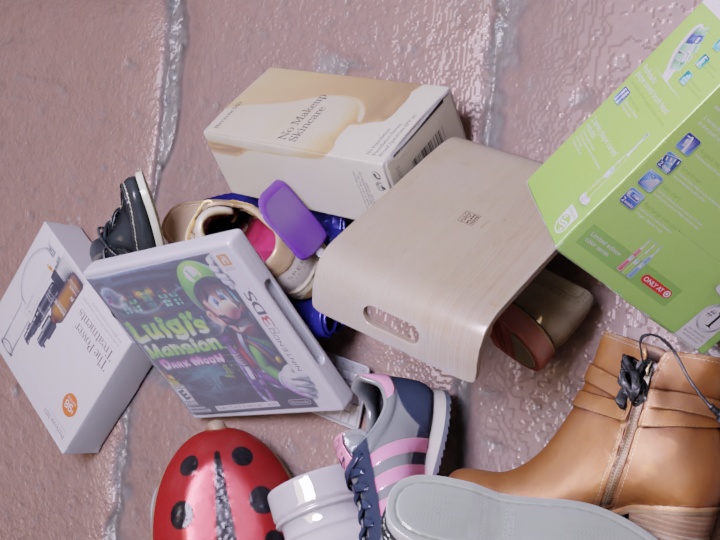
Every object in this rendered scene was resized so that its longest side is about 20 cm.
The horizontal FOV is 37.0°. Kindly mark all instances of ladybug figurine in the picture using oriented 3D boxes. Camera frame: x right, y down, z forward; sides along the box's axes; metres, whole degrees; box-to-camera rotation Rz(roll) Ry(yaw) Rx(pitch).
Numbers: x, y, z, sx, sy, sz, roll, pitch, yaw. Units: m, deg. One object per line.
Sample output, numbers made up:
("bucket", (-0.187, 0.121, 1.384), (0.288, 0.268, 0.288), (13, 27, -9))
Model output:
("ladybug figurine", (-0.113, 0.224, 0.914), (0.135, 0.072, 0.201), (-12, 71, -6))

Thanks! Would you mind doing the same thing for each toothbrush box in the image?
("toothbrush box", (0.228, -0.067, 0.672), (0.200, 0.145, 0.086), (-47, 27, 24))

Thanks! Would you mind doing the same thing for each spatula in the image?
("spatula", (0.000, 0.000, 0.864), (0.200, 0.057, 0.021), (36, 125, 2))

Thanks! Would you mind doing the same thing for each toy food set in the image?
("toy food set", (0.080, -0.015, 0.778), (0.143, 0.200, 0.061), (23, 141, 34))

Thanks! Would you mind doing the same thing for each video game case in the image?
("video game case", (-0.126, 0.054, 0.926), (0.200, 0.182, 0.023), (-9, 33, 42))

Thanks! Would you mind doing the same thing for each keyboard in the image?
("keyboard", (-0.072, 0.087, 0.974), (0.200, 0.011, 0.057), (16, 93, 38))

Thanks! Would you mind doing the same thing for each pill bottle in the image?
("pill bottle", (-0.007, 0.258, 0.836), (0.111, 0.111, 0.201), (-32, 66, 29))

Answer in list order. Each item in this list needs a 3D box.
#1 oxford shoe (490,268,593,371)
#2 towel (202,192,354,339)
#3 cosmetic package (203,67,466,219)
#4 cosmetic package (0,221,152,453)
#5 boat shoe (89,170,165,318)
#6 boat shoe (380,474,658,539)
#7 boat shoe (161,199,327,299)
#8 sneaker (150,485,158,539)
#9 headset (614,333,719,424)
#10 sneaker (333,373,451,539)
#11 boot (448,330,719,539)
("oxford shoe", (0.097, -0.002, 0.837), (0.074, 0.071, 0.200), (-40, 51, -9))
("towel", (-0.084, -0.004, 0.972), (0.199, 0.050, 0.148), (-4, 66, 37))
("cosmetic package", (-0.022, -0.106, 0.898), (0.199, 0.071, 0.105), (13, 51, 37))
("cosmetic package", (-0.303, 0.068, 1.129), (0.200, 0.052, 0.151), (46, 113, 32))
("boat shoe", (-0.215, -0.015, 0.992), (0.200, 0.066, 0.075), (104, 151, -61))
("boat shoe", (0.111, 0.188, 0.705), (0.199, 0.076, 0.060), (19, 139, 11))
("boat shoe", (-0.113, -0.032, 0.926), (0.200, 0.069, 0.074), (15, 79, 42))
("sneaker", (-0.148, 0.282, 0.964), (0.071, 0.073, 0.201), (-19, 72, 37))
("headset", (0.257, 0.077, 0.649), (0.199, 0.094, 0.124), (10, 101, 15))
("sneaker", (0.012, 0.163, 0.800), (0.200, 0.082, 0.070), (-76, 10, -45))
("boot", (0.158, 0.118, 0.759), (0.199, 0.074, 0.155), (8, 90, 26))
